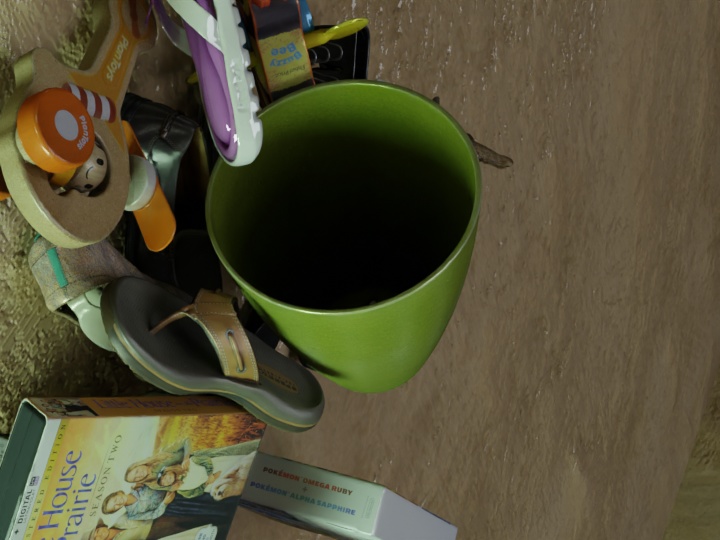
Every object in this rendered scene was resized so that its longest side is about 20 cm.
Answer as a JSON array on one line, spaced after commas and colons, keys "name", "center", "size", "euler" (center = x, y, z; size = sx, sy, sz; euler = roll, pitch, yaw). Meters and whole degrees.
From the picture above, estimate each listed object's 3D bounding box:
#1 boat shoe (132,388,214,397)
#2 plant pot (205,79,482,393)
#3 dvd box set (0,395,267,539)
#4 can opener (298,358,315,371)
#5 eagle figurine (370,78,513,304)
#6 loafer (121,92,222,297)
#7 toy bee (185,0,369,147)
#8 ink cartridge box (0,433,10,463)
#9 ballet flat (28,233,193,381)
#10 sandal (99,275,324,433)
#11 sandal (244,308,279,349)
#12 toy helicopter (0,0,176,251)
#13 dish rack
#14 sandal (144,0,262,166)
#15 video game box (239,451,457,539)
[{"name": "boat shoe", "center": [-0.112, 0.096, 1.013], "size": [0.074, 0.062, 0.200], "euler": [62, 18, -5]}, {"name": "plant pot", "center": [0.000, 0.000, 0.974], "size": [0.201, 0.185, 0.189], "euler": [77, 34, -57]}, {"name": "dvd box set", "center": [-0.153, 0.151, 0.869], "size": [0.199, 0.029, 0.148], "euler": [7, 107, -53]}, {"name": "can opener", "center": [-0.004, -0.002, 1.249], "size": [0.078, 0.063, 0.203], "euler": [21, 82, -64]}, {"name": "eagle figurine", "center": [0.020, -0.040, 1.127], "size": [0.151, 0.200, 0.152], "euler": [35, 22, -25]}, {"name": "loafer", "center": [-0.127, -0.034, 0.962], "size": [0.073, 0.071, 0.201], "euler": [-61, 151, -34]}, {"name": "toy bee", "center": [-0.070, -0.171, 0.947], "size": [0.131, 0.109, 0.201], "euler": [-39, 111, -2]}, {"name": "ink cartridge box", "center": [-0.189, 0.177, 0.950], "size": [0.200, 0.050, 0.110], "euler": [20, 83, -64]}, {"name": "ballet flat", "center": [-0.158, 0.037, 0.927], "size": [0.200, 0.068, 0.068], "euler": [40, 21, -55]}, {"name": "sandal", "center": [-0.087, 0.049, 0.886], "size": [0.199, 0.054, 0.082], "euler": [31, 29, -37]}, {"name": "sandal", "center": [-0.053, 0.019, 1.169], "size": [0.075, 0.045, 0.202], "euler": [72, 39, -58]}, {"name": "toy helicopter", "center": [-0.160, -0.098, 0.846], "size": [0.132, 0.078, 0.202], "euler": [45, 41, -35]}, {"name": "dish rack", "center": [-0.063, -0.118, 1.084], "size": [0.200, 0.054, 0.156], "euler": [-26, 123, -59]}, {"name": "sandal", "center": [-0.114, -0.165, 0.878], "size": [0.049, 0.082, 0.205], "euler": [-18, 88, -25]}, {"name": "video game box", "center": [-0.031, 0.199, 1.144], "size": [0.200, 0.180, 0.047], "euler": [44, 58, -62]}]
